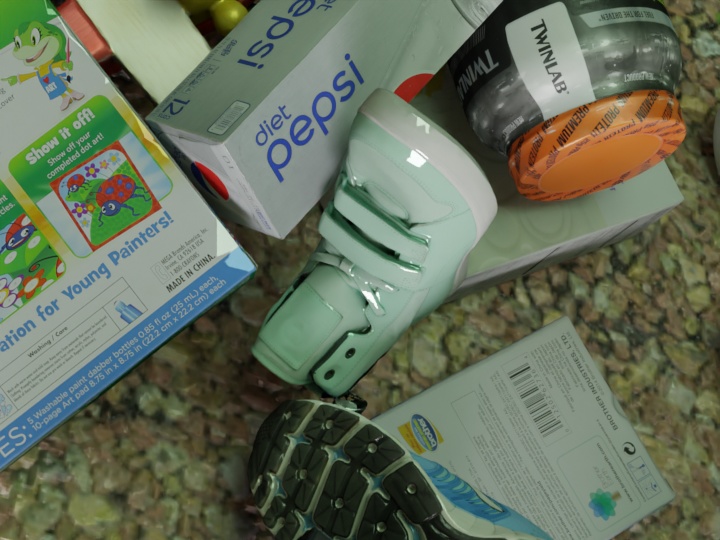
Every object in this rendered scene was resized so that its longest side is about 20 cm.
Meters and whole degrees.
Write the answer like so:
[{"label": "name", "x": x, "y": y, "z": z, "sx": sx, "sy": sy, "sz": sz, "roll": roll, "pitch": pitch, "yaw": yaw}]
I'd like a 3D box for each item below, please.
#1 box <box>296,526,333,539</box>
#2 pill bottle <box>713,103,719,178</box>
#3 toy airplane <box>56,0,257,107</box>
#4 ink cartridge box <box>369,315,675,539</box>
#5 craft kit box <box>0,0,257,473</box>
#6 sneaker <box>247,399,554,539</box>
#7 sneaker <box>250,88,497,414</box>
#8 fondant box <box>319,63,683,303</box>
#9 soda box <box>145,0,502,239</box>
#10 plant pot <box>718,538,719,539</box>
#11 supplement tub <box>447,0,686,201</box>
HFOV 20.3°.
[{"label": "box", "x": -0.048, "y": 0.237, "z": 0.911, "sx": 0.106, "sy": 0.122, "sz": 0.200, "roll": 37, "pitch": 56, "yaw": -7}, {"label": "pill bottle", "x": 0.328, "y": -0.096, "z": 1.268, "sx": 0.200, "sy": 0.116, "sz": 0.116, "roll": -21, "pitch": 78, "yaw": -34}, {"label": "toy airplane", "x": -0.113, "y": -0.146, "z": 1.043, "sx": 0.200, "sy": 0.141, "sz": 0.200, "roll": 16, "pitch": 62, "yaw": -21}, {"label": "ink cartridge box", "x": 0.064, "y": 0.116, "z": 1.077, "sx": 0.200, "sy": 0.042, "sz": 0.120, "roll": -25, "pitch": 81, "yaw": -36}, {"label": "craft kit box", "x": -0.186, "y": -0.016, "z": 0.953, "sx": 0.200, "sy": 0.049, "sz": 0.198, "roll": -37, "pitch": 90, "yaw": -7}, {"label": "sneaker", "x": 0.032, "y": 0.134, "z": 0.993, "sx": 0.200, "sy": 0.090, "sz": 0.078, "roll": 33, "pitch": 92, "yaw": 10}, {"label": "sneaker", "x": 0.000, "y": 0.000, "z": 0.959, "sx": 0.074, "sy": 0.201, "sz": 0.118, "roll": 38, "pitch": 72, "yaw": 17}, {"label": "fondant box", "x": 0.070, "y": -0.068, "z": 1.154, "sx": 0.200, "sy": 0.058, "sz": 0.145, "roll": -18, "pitch": 77, "yaw": -34}, {"label": "soda box", "x": -0.009, "y": -0.111, "z": 0.991, "sx": 0.200, "sy": 0.063, "sz": 0.068, "roll": -48, "pitch": 130, "yaw": -21}, {"label": "plant pot", "x": 0.205, "y": 0.239, "z": 1.036, "sx": 0.200, "sy": 0.134, "sz": 0.201, "roll": 11, "pitch": 63, "yaw": -24}, {"label": "supplement tub", "x": 0.099, "y": -0.148, "z": 1.098, "sx": 0.122, "sy": 0.123, "sz": 0.200, "roll": -7, "pitch": 69, "yaw": -30}]
